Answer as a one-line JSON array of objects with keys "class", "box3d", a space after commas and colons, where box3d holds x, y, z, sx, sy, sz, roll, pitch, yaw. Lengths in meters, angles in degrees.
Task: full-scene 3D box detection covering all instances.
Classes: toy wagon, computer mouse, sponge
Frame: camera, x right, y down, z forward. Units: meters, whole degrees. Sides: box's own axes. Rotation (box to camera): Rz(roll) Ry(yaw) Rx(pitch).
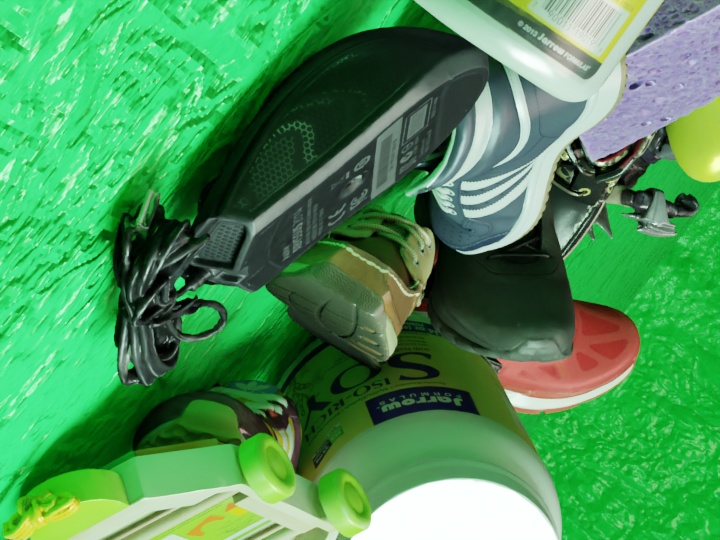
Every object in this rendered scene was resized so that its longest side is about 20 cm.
[{"class": "toy wagon", "box3d": [-0.095, 0.123, 1.166, 0.155, 0.040, 0.200, -29, 149, 20]}, {"class": "computer mouse", "box3d": [-0.033, -0.044, 1.031, 0.200, 0.053, 0.139, -38, 164, -19]}, {"class": "sponge", "box3d": [0.191, -0.128, 1.257, 0.200, 0.030, 0.112, -28, 159, 6]}]

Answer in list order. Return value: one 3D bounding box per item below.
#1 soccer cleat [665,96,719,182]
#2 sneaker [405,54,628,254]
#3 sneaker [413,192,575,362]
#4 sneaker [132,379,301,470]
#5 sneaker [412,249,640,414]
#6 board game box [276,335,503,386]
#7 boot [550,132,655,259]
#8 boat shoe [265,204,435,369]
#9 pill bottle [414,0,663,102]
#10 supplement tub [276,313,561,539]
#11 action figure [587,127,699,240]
[{"class": "soccer cleat", "box3d": [0.200, -0.152, 1.420, 0.084, 0.065, 0.200, 22, 76, -56]}, {"class": "sneaker", "box3d": [0.044, -0.057, 1.210, 0.108, 0.070, 0.200, -19, 162, -26]}, {"class": "sneaker", "box3d": [0.072, -0.026, 1.346, 0.200, 0.076, 0.091, -110, -155, -52]}, {"class": "sneaker", "box3d": [-0.071, 0.087, 1.280, 0.200, 0.075, 0.090, 96, 11, -66]}, {"class": "sneaker", "box3d": [0.104, 0.031, 1.584, 0.200, 0.078, 0.116, -5, 148, -24]}, {"class": "board game box", "box3d": [-0.016, 0.113, 1.519, 0.135, 0.028, 0.200, 24, 105, -45]}, {"class": "boot", "box3d": [0.133, -0.073, 1.542, 0.204, 0.073, 0.154, -63, -179, 18]}, {"class": "boat shoe", "box3d": [0.000, 0.000, 1.286, 0.074, 0.076, 0.200, -57, 179, -5]}, {"class": "pill bottle", "box3d": [0.102, -0.175, 0.993, 0.200, 0.112, 0.112, -54, 170, 9]}, {"class": "supplement tub", "box3d": [0.029, 0.124, 1.376, 0.145, 0.145, 0.200, -55, -159, 13]}, {"class": "action figure", "box3d": [0.202, -0.092, 1.631, 0.069, 0.130, 0.200, 2, 159, -44]}]
